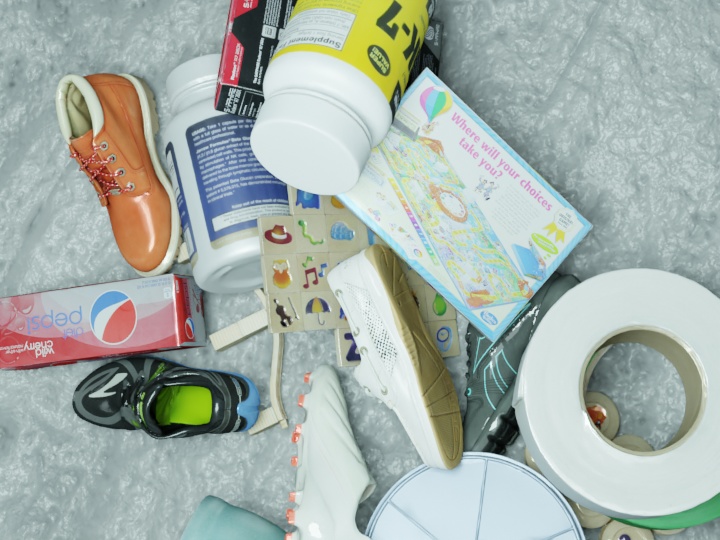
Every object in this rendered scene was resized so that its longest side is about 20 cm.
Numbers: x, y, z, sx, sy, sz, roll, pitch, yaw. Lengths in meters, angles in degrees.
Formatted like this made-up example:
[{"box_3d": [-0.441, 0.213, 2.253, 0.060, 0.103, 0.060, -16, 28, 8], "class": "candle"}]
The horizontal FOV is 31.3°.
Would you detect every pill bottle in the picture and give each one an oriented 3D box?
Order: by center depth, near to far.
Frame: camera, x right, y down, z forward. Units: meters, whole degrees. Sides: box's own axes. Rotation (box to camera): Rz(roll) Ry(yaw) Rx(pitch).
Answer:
[{"box_3d": [-0.014, -0.171, 1.065, 0.113, 0.115, 0.202, 15, 62, 10], "class": "pill bottle"}, {"box_3d": [-0.120, -0.091, 1.183, 0.109, 0.111, 0.203, -17, 74, 8], "class": "pill bottle"}]

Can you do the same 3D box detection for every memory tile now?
[{"box_3d": [0.184, 0.218, 1.136, 0.199, 0.017, 0.154, -37, 79, -10], "class": "memory tile"}]

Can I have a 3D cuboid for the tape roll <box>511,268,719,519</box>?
[{"box_3d": [0.229, 0.103, 1.069, 0.199, 0.071, 0.206, 0, 78, 2], "class": "tape roll"}]

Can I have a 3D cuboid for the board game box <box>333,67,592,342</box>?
[{"box_3d": [0.084, -0.056, 1.113, 0.200, 0.034, 0.135, 43, 89, -4], "class": "board game box"}]

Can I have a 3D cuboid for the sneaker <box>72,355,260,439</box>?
[{"box_3d": [-0.189, 0.117, 1.188, 0.197, 0.082, 0.072, 1, 88, 28], "class": "sneaker"}]

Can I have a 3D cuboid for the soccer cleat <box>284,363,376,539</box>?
[{"box_3d": [-0.024, 0.170, 1.141, 0.076, 0.070, 0.202, 7, 44, -5], "class": "soccer cleat"}]

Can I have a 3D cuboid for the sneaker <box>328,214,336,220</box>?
[{"box_3d": [-0.026, -0.129, 1.194, 0.069, 0.076, 0.204, -8, 85, 9], "class": "sneaker"}]

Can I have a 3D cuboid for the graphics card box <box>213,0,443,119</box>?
[{"box_3d": [-0.027, -0.186, 1.161, 0.197, 0.051, 0.127, 11, 63, -10], "class": "graphics card box"}]

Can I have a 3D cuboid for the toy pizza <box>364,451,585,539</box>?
[{"box_3d": [0.097, 0.257, 1.094, 0.197, 0.032, 0.204, -3, 72, 8], "class": "toy pizza"}]

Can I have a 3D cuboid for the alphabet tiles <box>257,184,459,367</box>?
[{"box_3d": [0.000, 0.000, 1.150, 0.197, 0.008, 0.170, -3, 84, -32], "class": "alphabet tiles"}]

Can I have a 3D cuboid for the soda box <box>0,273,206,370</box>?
[{"box_3d": [-0.247, 0.049, 1.209, 0.197, 0.063, 0.071, -8, 85, 17], "class": "soda box"}]

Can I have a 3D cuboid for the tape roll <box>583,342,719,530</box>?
[{"box_3d": [0.262, 0.123, 1.123, 0.197, 0.048, 0.204, 0, 77, 2], "class": "tape roll"}]

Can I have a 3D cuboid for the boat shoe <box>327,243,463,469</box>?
[{"box_3d": [0.028, 0.082, 1.112, 0.069, 0.071, 0.203, -24, 83, 24], "class": "boat shoe"}]

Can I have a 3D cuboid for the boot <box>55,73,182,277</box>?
[{"box_3d": [-0.232, -0.090, 1.204, 0.074, 0.107, 0.203, -19, 82, 24], "class": "boot"}]

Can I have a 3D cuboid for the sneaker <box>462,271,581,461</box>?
[{"box_3d": [0.128, 0.086, 1.163, 0.079, 0.075, 0.202, 26, 84, 24], "class": "sneaker"}]

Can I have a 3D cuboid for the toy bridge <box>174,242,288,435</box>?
[{"box_3d": [-0.110, 0.056, 1.217, 0.066, 0.027, 0.202, -25, 81, 6], "class": "toy bridge"}]

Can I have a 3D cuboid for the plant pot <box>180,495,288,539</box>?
[{"box_3d": [-0.093, 0.310, 1.110, 0.132, 0.200, 0.204, 12, 87, 7], "class": "plant pot"}]
